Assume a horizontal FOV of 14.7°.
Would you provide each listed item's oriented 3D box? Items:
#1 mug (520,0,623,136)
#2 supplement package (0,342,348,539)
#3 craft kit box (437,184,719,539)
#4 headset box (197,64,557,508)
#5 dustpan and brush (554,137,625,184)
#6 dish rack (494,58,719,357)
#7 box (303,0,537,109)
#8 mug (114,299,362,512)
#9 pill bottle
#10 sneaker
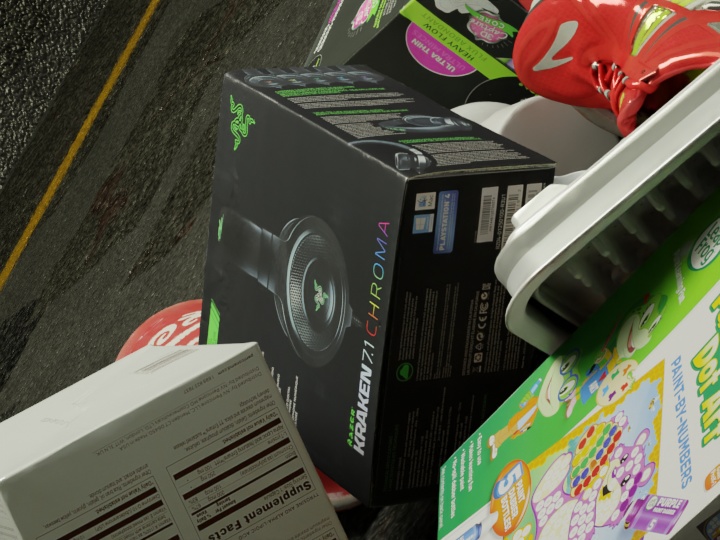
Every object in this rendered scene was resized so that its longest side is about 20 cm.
[{"bbox_3d":[0.155,-0.167,1.470,0.177,0.133,0.201,-19,40,36],"label":"mug"},{"bbox_3d":[-0.096,0.156,1.370,0.146,0.201,0.191,-27,8,-18],"label":"supplement package"},{"bbox_3d":[0.105,0.081,1.081,0.197,0.048,0.200,-44,20,23],"label":"craft kit box"},{"bbox_3d":[0.000,0.000,1.428,0.200,0.092,0.175,34,122,53],"label":"headset box"},{"bbox_3d":[0.137,-0.039,1.355,0.199,0.057,0.140,-19,37,51],"label":"dustpan and brush"},{"bbox_3d":[0.148,-0.039,1.172,0.200,0.044,0.171,-41,-24,10],"label":"dish rack"},{"bbox_3d":[0.074,-0.130,1.636,0.200,0.148,0.125,-37,23,48],"label":"box"},{"bbox_3d":[-0.063,0.103,1.631,0.200,0.133,0.179,-4,64,66],"label":"mug"},{"bbox_3d":[0.059,-0.031,1.531,0.200,0.114,0.115,-21,36,60],"label":"pill bottle"},{"bbox_3d":[0.138,-0.094,1.304,0.199,0.077,0.085,7,44,47],"label":"sneaker"}]
